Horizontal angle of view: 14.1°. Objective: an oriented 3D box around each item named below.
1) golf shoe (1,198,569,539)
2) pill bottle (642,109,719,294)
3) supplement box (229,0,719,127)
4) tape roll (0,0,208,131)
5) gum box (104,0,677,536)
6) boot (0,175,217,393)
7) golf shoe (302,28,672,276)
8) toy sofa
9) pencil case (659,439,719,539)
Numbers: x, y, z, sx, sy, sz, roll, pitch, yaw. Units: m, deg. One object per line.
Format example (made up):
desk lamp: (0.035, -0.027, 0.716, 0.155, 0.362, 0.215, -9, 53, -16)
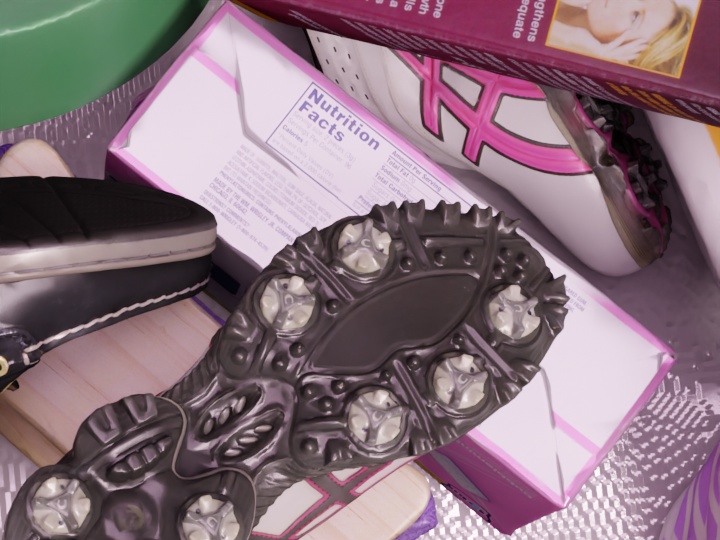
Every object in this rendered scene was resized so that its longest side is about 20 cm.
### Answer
golf shoe: (-0.027, 0.047, 0.896, 0.200, 0.088, 0.077, -32, 81, -20)
pill bottle: (0.202, -0.059, 0.987, 0.199, 0.116, 0.117, -23, 83, 5)
supplement box: (0.057, -0.117, 0.924, 0.199, 0.086, 0.111, 15, 90, 20)
tape roll: (-0.143, -0.134, 0.983, 0.199, 0.048, 0.201, 0, 52, 0)
gum box: (0.000, 0.000, 0.988, 0.200, 0.114, 0.066, 39, 78, 0)
boot: (-0.136, 0.059, 0.897, 0.203, 0.073, 0.155, -13, 111, -22)
golf shoe: (0.029, -0.071, 1.036, 0.092, 0.073, 0.200, -40, 89, 17)
toy sofa: (-0.073, 0.053, 0.977, 0.200, 0.083, 0.098, 41, 85, 2)
pencil case: (0.148, 0.077, 0.956, 0.085, 0.200, 0.084, -30, 74, -16)
